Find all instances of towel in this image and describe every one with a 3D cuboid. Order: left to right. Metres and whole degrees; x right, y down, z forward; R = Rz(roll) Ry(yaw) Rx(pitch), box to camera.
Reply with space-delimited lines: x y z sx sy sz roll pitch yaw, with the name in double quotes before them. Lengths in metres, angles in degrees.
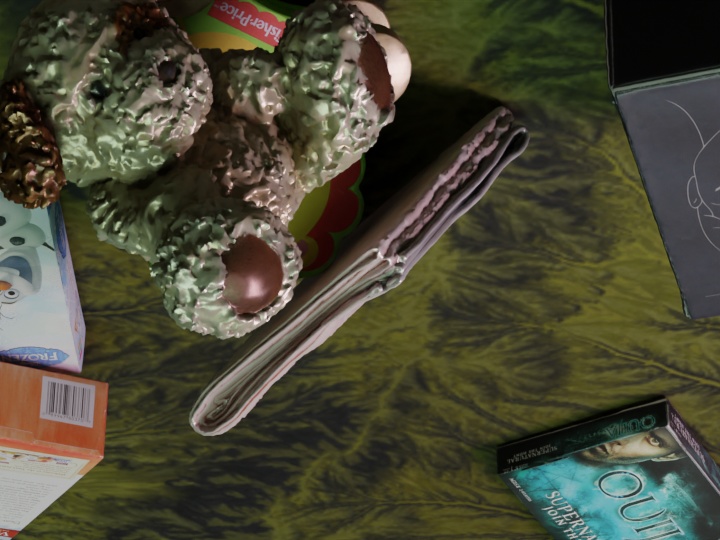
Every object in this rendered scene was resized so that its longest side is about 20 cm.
"towel" 0.000 0.000 1.335 0.032 0.200 0.191 47 128 -3

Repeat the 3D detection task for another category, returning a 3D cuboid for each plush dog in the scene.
"plush dog" -0.103 -0.074 1.157 0.172 0.201 0.160 43 148 -21

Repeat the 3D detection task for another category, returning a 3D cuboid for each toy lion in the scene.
"toy lion" -0.077 -0.081 1.266 0.199 0.069 0.192 25 108 -27

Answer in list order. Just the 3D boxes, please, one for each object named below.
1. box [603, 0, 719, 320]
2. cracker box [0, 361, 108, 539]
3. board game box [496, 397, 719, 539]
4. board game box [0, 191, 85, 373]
"box" 0.248 -0.090 1.221 0.198 0.125 0.197 -9 138 15
"cracker box" -0.267 0.120 1.542 0.133 0.058 0.200 13 152 -24
"board game box" 0.202 0.171 1.667 0.134 0.028 0.200 -19 137 23
"board game box" -0.283 -0.006 1.435 0.198 0.044 0.200 -1 142 1
